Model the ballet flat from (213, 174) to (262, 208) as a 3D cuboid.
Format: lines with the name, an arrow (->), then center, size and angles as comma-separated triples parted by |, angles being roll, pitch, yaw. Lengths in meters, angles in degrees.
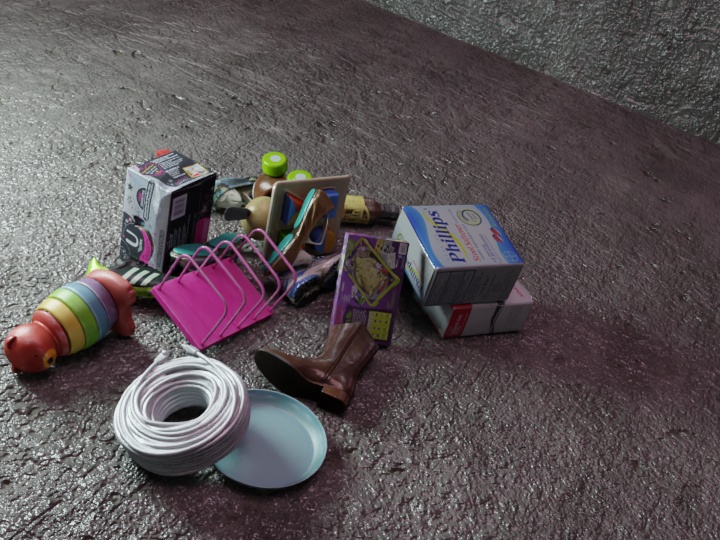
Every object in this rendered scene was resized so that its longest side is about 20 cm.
ballet flat -> -0.266, -0.170, 1.762 | 0.199, 0.075, 0.074 | -20, 47, -38

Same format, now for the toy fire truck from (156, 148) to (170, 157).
toy fire truck -> -0.427, -0.192, 1.750 | 0.141, 0.049, 0.200 | -20, 48, -43

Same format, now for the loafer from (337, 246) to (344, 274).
loafer -> 0.000, 0.000, 1.570 | 0.067, 0.077, 0.200 | 18, -2, 10

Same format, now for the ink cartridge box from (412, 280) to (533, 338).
ink cartridge box -> 0.232, 0.058, 1.642 | 0.199, 0.084, 0.145 | -2, 37, -26

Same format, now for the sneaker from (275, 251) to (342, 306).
sneaker -> -0.091, -0.004, 1.601 | 0.085, 0.077, 0.200 | 30, 35, 27

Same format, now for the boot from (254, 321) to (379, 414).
boot -> -0.071, 0.140, 1.398 | 0.186, 0.064, 0.200 | 32, 39, -2

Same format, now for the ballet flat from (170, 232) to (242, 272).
ballet flat -> -0.292, -0.021, 1.523 | 0.074, 0.075, 0.200 | 30, 23, 20

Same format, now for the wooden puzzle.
wooden puzzle -> -0.105, -0.099, 1.629 | 0.199, 0.186, 0.046 | -13, 39, -38

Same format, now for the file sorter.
file sorter -> -0.231, 0.024, 1.398 | 0.139, 0.125, 0.200 | 50, 35, 10

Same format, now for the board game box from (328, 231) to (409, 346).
board game box -> 0.015, 0.036, 1.479 | 0.119, 0.202, 0.032 | 8, 11, -17

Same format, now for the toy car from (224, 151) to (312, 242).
toy car -> -0.209, -0.121, 1.659 | 0.199, 0.165, 0.158 | -31, 55, -34

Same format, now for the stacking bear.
stacking bear -> -0.472, 0.089, 1.270 | 0.113, 0.122, 0.200 | 32, 43, 18

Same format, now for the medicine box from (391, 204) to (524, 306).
medicine box -> 0.187, -0.033, 1.569 | 0.199, 0.103, 0.183 | -3, 45, -24

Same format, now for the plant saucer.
plant saucer -> -0.151, 0.262, 1.225 | 0.199, 0.028, 0.201 | 11, 34, -7

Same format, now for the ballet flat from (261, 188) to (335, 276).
ballet flat -> -0.112, -0.061, 1.549 | 0.072, 0.201, 0.068 | 33, -7, -16

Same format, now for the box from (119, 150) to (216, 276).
box -> -0.368, -0.103, 1.505 | 0.114, 0.201, 0.132 | 28, 34, 20

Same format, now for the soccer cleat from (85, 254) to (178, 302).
soccer cleat -> -0.391, 0.013, 1.434 | 0.199, 0.068, 0.082 | 4, 66, -17

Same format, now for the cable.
cable -> -0.263, 0.211, 1.178 | 0.199, 0.070, 0.200 | 20, 43, 30

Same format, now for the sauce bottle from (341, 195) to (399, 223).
sauce bottle -> -0.007, -0.142, 1.847 | 0.199, 0.065, 0.065 | 2, 36, -19
